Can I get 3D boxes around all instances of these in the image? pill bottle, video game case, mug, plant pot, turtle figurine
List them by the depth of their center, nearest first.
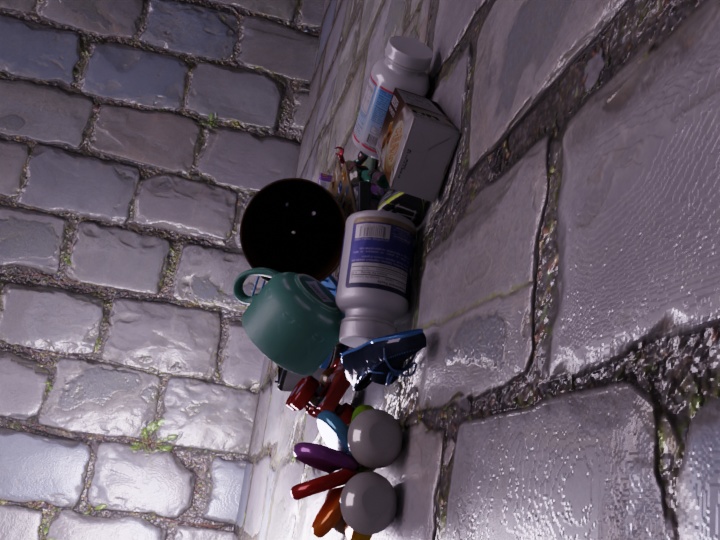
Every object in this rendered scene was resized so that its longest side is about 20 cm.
[{"bbox_3d":[0.022,0.019,1.262,0.120,0.118,0.203,133,147,-69],"label":"pill bottle"},{"bbox_3d":[-0.112,0.068,1.286,0.115,0.184,0.153,-50,24,14],"label":"mug"},{"bbox_3d":[0.060,-0.307,1.422,0.110,0.107,0.202,-93,18,-51],"label":"pill bottle"},{"bbox_3d":[-0.117,-0.082,1.435,0.200,0.184,0.190,-104,28,-78],"label":"plant pot"},{"bbox_3d":[-0.021,-0.064,1.439,0.200,0.025,0.184,-171,81,-74],"label":"video game case"},{"bbox_3d":[0.012,-0.176,1.531,0.200,0.099,0.152,-127,22,-55],"label":"turtle figurine"}]

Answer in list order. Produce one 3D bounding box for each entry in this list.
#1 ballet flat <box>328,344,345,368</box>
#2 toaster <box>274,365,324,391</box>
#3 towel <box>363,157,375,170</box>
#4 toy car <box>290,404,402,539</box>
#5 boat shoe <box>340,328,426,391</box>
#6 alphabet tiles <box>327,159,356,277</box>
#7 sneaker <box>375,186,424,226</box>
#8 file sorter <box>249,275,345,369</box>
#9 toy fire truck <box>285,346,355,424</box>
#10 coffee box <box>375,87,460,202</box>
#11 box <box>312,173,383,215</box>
[{"bbox_3d":[-0.055,0.162,1.665,0.066,0.056,0.203,-129,51,-77],"label":"ballet flat"},{"bbox_3d":[-0.125,0.159,1.863,0.182,0.117,0.202,-97,21,-56],"label":"toaster"},{"bbox_3d":[0.011,-0.204,1.801,0.147,0.021,0.203,121,159,-57],"label":"towel"},{"bbox_3d":[-0.028,0.293,1.162,0.175,0.147,0.203,127,153,-66],"label":"toy car"},{"bbox_3d":[0.041,0.132,1.152,0.200,0.083,0.070,-35,66,62],"label":"boat shoe"},{"bbox_3d":[-0.035,-0.089,1.432,0.167,0.006,0.203,113,151,-54],"label":"alphabet tiles"},{"bbox_3d":[0.059,-0.111,1.337,0.200,0.073,0.082,141,143,-70],"label":"sneaker"},{"bbox_3d":[-0.121,0.066,1.480,0.141,0.121,0.200,-70,24,13],"label":"file sorter"},{"bbox_3d":[-0.049,0.217,1.515,0.169,0.112,0.200,-54,4,-15],"label":"toy fire truck"},{"bbox_3d":[0.086,-0.204,1.258,0.201,0.078,0.116,-102,29,-63],"label":"coffee box"},{"bbox_3d":[-0.042,-0.091,1.652,0.039,0.135,0.203,-100,24,-60],"label":"box"}]
